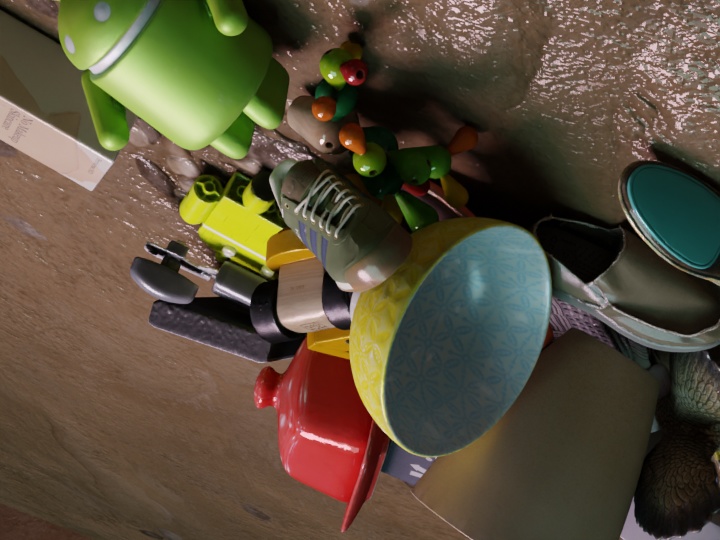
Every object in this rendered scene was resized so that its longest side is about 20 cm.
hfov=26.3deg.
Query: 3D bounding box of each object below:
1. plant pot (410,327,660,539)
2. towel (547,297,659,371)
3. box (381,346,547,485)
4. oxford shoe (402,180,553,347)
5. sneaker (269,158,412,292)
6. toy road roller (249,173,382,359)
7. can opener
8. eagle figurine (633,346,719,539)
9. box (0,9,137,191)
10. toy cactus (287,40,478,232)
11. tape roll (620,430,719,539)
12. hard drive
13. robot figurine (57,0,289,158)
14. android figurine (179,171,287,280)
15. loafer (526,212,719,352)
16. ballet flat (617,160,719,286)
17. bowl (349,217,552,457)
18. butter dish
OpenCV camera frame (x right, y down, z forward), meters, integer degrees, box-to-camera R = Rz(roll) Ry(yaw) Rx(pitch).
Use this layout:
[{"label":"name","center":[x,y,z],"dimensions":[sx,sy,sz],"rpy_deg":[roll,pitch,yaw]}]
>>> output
[{"label":"plant pot","center":[0.173,0.159,1.353],"dimensions":[0.186,0.201,0.187],"rpy_deg":[31,179,1]},{"label":"towel","center":[0.174,0.040,1.450],"dimensions":[0.198,0.035,0.193],"rpy_deg":[10,153,28]},{"label":"box","center":[0.138,0.156,1.547],"dimensions":[0.198,0.118,0.197],"rpy_deg":[22,151,4]},{"label":"oxford shoe","center":[0.088,0.005,1.348],"dimensions":[0.201,0.072,0.071],"rpy_deg":[52,167,-8]},{"label":"sneaker","center":[-0.027,-0.044,1.215],"dimensions":[0.090,0.067,0.200],"rpy_deg":[46,178,-17]},{"label":"toy road roller","center":[0.000,0.000,1.416],"dimensions":[0.122,0.148,0.199],"rpy_deg":[-11,158,39]},{"label":"can opener","center":[-0.139,0.022,1.590],"dimensions":[0.198,0.067,0.053],"rpy_deg":[22,170,-5]},{"label":"eagle figurine","center":[0.302,0.143,1.368],"dimensions":[0.150,0.153,0.199],"rpy_deg":[-32,166,25]},{"label":"box","center":[-0.308,-0.166,1.420],"dimensions":[0.199,0.078,0.095],"rpy_deg":[30,156,-12]},{"label":"toy cactus","center":[0.003,-0.115,1.245],"dimensions":[0.164,0.103,0.200],"rpy_deg":[28,168,45]},{"label":"tape roll","center":[0.325,0.234,1.537],"dimensions":[0.198,0.067,0.201],"rpy_deg":[25,-163,-8]},{"label":"hard drive","center":[-0.129,0.062,1.677],"dimensions":[0.138,0.033,0.200],"rpy_deg":[18,-176,15]},{"label":"robot figurine","center":[-0.149,-0.175,1.200],"dimensions":[0.199,0.116,0.175],"rpy_deg":[37,127,-24]},{"label":"android figurine","center":[-0.095,-0.035,1.545],"dimensions":[0.181,0.041,0.200],"rpy_deg":[29,155,-11]},{"label":"loafer","center":[0.220,0.008,1.288],"dimensions":[0.198,0.076,0.070],"rpy_deg":[19,161,13]},{"label":"ballet flat","center":[0.277,-0.019,1.196],"dimensions":[0.198,0.071,0.071],"rpy_deg":[27,157,-7]},{"label":"bowl","center":[0.055,0.040,1.268],"dimensions":[0.107,0.201,0.200],"rpy_deg":[28,165,41]},{"label":"butter dish","center":[-0.037,0.135,1.574],"dimensions":[0.146,0.201,0.201],"rpy_deg":[15,150,1]}]
